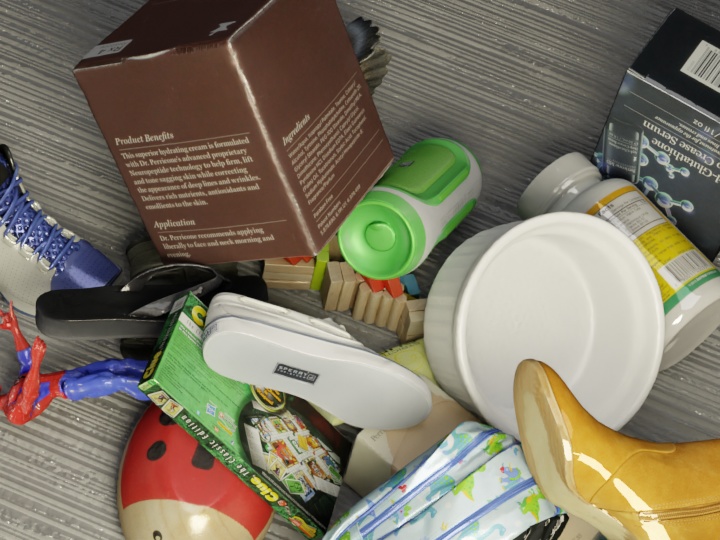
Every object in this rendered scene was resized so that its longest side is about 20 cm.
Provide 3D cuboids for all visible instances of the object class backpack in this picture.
[{"bbox_3d":[0.059,0.208,1.308,0.200,0.163,0.154,-26,69,18],"label":"backpack"}]

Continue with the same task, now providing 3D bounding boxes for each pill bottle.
[{"bbox_3d":[0.239,-0.013,1.592,0.113,0.113,0.200,-29,65,-28],"label":"pill bottle"}]

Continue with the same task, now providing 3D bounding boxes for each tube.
[{"bbox_3d":[0.044,0.089,1.518,0.199,0.058,0.052,-16,82,-19],"label":"tube"}]

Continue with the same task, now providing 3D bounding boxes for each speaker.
[{"bbox_3d":[0.047,-0.059,1.560,0.088,0.089,0.200,28,27,9],"label":"speaker"}]

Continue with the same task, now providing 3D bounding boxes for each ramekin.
[{"bbox_3d":[0.151,0.050,1.478,0.200,0.098,0.201,-1,92,-24],"label":"ramekin"}]

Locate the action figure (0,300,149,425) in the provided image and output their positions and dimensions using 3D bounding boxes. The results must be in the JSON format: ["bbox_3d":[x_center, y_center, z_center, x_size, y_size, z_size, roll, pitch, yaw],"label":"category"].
[{"bbox_3d":[-0.234,0.068,1.423,0.199,0.099,0.065,-14,20,10],"label":"action figure"}]

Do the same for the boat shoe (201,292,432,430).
[{"bbox_3d":[-0.031,0.066,1.390,0.200,0.074,0.065,24,38,-21],"label":"boat shoe"}]

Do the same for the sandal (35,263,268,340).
[{"bbox_3d":[-0.166,0.024,1.423,0.200,0.043,0.076,-6,28,-25],"label":"sandal"}]

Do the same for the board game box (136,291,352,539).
[{"bbox_3d":[-0.089,0.118,1.389,0.200,0.023,0.105,45,40,-22],"label":"board game box"}]

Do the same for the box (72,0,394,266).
[{"bbox_3d":[-0.101,-0.130,1.452,0.166,0.200,0.164,-3,31,33],"label":"box"}]

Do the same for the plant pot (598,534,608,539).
[{"bbox_3d":[0.242,0.316,1.312,0.195,0.197,0.200,25,59,7],"label":"plant pot"}]

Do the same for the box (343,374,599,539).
[{"bbox_3d":[0.091,0.191,1.435,0.200,0.078,0.095,38,57,16],"label":"box"}]

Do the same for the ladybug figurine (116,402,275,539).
[{"bbox_3d":[-0.128,0.158,1.418,0.135,0.072,0.200,11,53,-3],"label":"ladybug figurine"}]

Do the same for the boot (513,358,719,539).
[{"bbox_3d":[0.205,0.141,1.255,0.144,0.071,0.202,-18,80,-21],"label":"boot"}]

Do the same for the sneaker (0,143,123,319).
[{"bbox_3d":[-0.305,-0.039,1.499,0.199,0.115,0.081,29,55,10],"label":"sneaker"}]

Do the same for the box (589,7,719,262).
[{"bbox_3d":[0.308,-0.118,1.627,0.148,0.200,0.107,31,55,12],"label":"box"}]

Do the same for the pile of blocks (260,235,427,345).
[{"bbox_3d":[0.000,0.000,1.566,0.200,0.062,0.082,24,53,6],"label":"pile of blocks"}]

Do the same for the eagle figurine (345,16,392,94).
[{"bbox_3d":[-0.077,-0.179,1.625,0.199,0.151,0.152,8,42,3],"label":"eagle figurine"}]

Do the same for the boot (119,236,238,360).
[{"bbox_3d":[-0.113,0.021,1.521,0.199,0.068,0.131,3,53,-1],"label":"boot"}]
